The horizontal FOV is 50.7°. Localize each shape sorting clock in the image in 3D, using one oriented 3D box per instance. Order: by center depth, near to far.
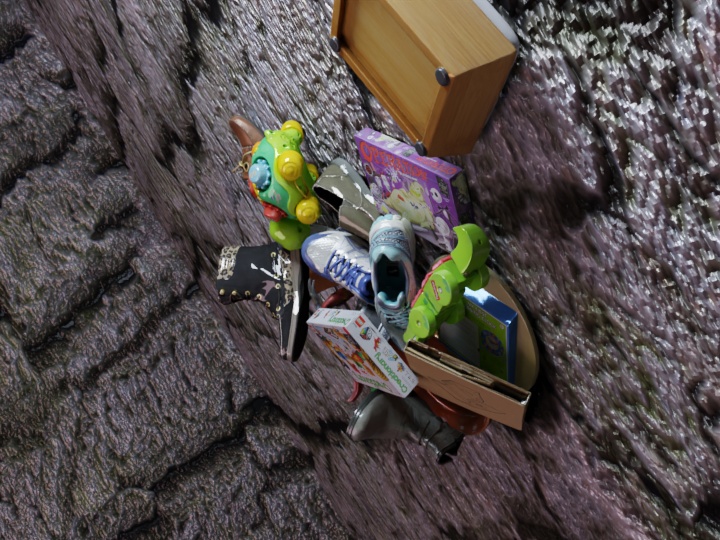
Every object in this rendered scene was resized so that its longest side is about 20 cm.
[{"bbox_3d":[0.153,0.070,0.973,0.200,0.039,0.203,45,153,30],"label":"shape sorting clock"}]

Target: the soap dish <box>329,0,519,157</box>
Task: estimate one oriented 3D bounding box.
[{"bbox_3d":[0.050,-0.219,0.724,0.201,0.080,0.158,52,160,14],"label":"soap dish"}]

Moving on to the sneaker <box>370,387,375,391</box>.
[{"bbox_3d":[0.043,0.219,1.412,0.199,0.083,0.075,34,151,51],"label":"sneaker"}]

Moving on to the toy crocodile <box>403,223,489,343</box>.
[{"bbox_3d":[0.098,0.025,0.908,0.062,0.066,0.202,55,147,21],"label":"toy crocodile"}]

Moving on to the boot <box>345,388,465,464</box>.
[{"bbox_3d":[0.075,0.233,1.112,0.129,0.198,0.069,35,109,27],"label":"boot"}]

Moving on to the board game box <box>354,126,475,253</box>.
[{"bbox_3d":[0.069,-0.098,0.950,0.199,0.032,0.122,35,147,49],"label":"board game box"}]

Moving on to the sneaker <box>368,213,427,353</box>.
[{"bbox_3d":[0.044,0.036,0.984,0.087,0.075,0.204,-73,-28,-57],"label":"sneaker"}]

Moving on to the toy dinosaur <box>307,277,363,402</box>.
[{"bbox_3d":[-0.018,0.101,1.237,0.181,0.102,0.206,35,-139,-71],"label":"toy dinosaur"}]

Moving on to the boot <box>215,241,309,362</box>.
[{"bbox_3d":[-0.162,0.047,1.261,0.073,0.146,0.207,32,-122,-78],"label":"boot"}]

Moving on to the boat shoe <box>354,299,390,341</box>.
[{"bbox_3d":[0.014,0.086,1.166,0.067,0.075,0.199,31,177,3],"label":"boat shoe"}]

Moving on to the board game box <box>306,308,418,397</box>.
[{"bbox_3d":[-0.002,0.112,1.080,0.127,0.035,0.199,50,165,-11],"label":"board game box"}]

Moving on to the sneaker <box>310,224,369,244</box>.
[{"bbox_3d":[-0.019,-0.043,1.206,0.198,0.076,0.087,30,138,40],"label":"sneaker"}]

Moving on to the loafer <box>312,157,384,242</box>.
[{"bbox_3d":[0.001,-0.072,1.090,0.201,0.069,0.076,49,160,25],"label":"loafer"}]

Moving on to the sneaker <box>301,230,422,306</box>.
[{"bbox_3d":[0.000,0.000,1.089,0.196,0.077,0.088,23,-169,10],"label":"sneaker"}]

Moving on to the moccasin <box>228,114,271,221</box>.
[{"bbox_3d":[-0.186,-0.182,1.373,0.073,0.077,0.205,20,139,60],"label":"moccasin"}]

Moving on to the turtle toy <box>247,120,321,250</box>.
[{"bbox_3d":[-0.116,-0.124,1.176,0.147,0.098,0.204,-96,-12,-57],"label":"turtle toy"}]

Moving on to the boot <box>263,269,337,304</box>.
[{"bbox_3d":[-0.091,0.020,1.330,0.078,0.154,0.199,62,160,-18],"label":"boot"}]

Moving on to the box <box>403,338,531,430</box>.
[{"bbox_3d":[0.140,0.153,0.987,0.160,0.022,0.201,23,165,17],"label":"box"}]

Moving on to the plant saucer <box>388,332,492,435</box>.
[{"bbox_3d":[0.123,0.160,1.153,0.198,0.032,0.203,34,145,27],"label":"plant saucer"}]

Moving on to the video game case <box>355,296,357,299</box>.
[{"bbox_3d":[0.071,0.111,1.274,0.185,0.023,0.199,62,162,-11],"label":"video game case"}]
